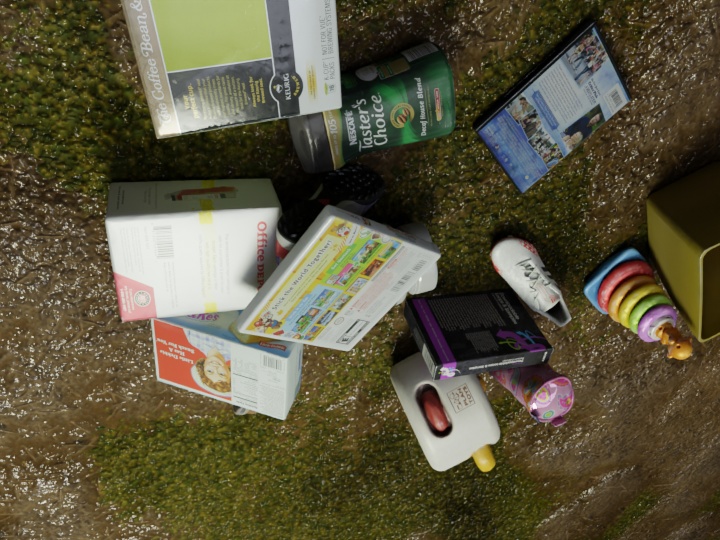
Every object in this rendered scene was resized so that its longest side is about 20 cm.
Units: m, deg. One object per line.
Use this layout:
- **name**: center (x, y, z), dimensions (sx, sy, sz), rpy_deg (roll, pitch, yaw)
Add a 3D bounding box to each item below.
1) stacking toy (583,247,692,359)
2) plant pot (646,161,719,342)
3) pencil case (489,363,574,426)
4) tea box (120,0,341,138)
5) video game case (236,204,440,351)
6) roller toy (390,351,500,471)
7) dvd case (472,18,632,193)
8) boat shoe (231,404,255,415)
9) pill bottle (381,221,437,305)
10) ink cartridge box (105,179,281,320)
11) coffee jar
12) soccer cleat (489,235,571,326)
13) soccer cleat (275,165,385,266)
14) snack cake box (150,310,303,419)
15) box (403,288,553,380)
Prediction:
- **stacking toy**: center (0.473, 0.071, 1.008), dimensions (0.116, 0.202, 0.109), rpy_deg (-44, 127, 15)
- **plant pot**: center (0.563, -0.051, 0.967), dimensions (0.196, 0.178, 0.202), rpy_deg (-26, 130, 2)
- **pencil case**: center (0.267, 0.170, 1.008), dimensions (0.085, 0.200, 0.090), rpy_deg (-6, 111, -16)
- **tea box**: center (-0.128, -0.262, 0.595), dimensions (0.191, 0.135, 0.204), rpy_deg (-12, 128, -12)
- **video game case**: center (-0.025, 0.020, 0.742), dimensions (0.179, 0.023, 0.200), rpy_deg (15, 129, -40)
- **roller toy**: center (0.143, 0.215, 1.005), dimensions (0.137, 0.201, 0.185), rpy_deg (-26, 124, 1)
- **dvd case**: center (0.263, -0.217, 0.842), dimensions (0.199, 0.018, 0.142), rpy_deg (-41, 127, 13)
- **boat shoe**: center (-0.130, 0.146, 0.939), dimensions (0.070, 0.077, 0.201), rpy_deg (16, 128, -32)
- **pill bottle**: center (0.000, 0.000, 0.846), dimensions (0.194, 0.115, 0.116), rpy_deg (-12, 129, -10)
- **ink cartridge box**: center (-0.200, -0.028, 0.763), dimensions (0.194, 0.084, 0.148), rpy_deg (-4, 126, -16)
- **coffee jar**: center (0.010, -0.189, 0.728), dimensions (0.195, 0.086, 0.106), rpy_deg (-18, 132, -5)
- **soccer cleat**: center (0.274, 0.018, 0.974), dimensions (0.068, 0.086, 0.199), rpy_deg (-39, 128, 12)
- **soccer cleat**: center (-0.038, -0.066, 0.769), dimensions (0.200, 0.067, 0.074), rpy_deg (-44, 160, -43)
- **snack cake box**: center (-0.179, 0.114, 0.837), dimensions (0.195, 0.068, 0.117), rpy_deg (15, 127, 9)
- **box**: center (0.180, 0.095, 0.960), dimensions (0.194, 0.144, 0.037), rpy_deg (-6, 130, -15)
